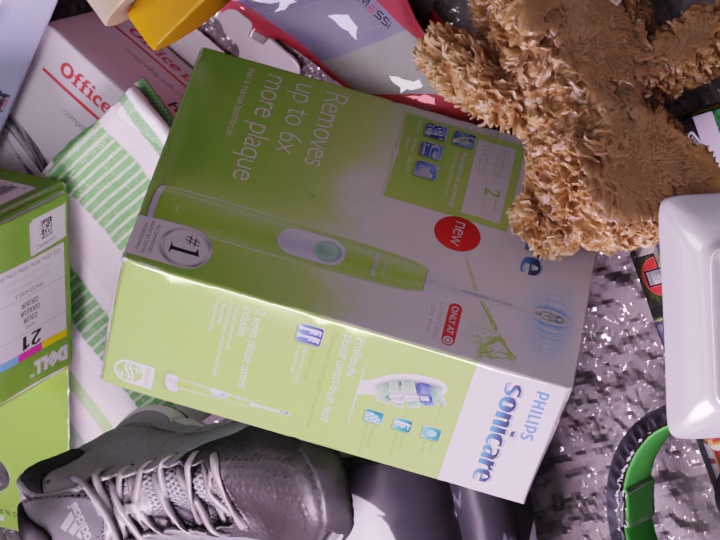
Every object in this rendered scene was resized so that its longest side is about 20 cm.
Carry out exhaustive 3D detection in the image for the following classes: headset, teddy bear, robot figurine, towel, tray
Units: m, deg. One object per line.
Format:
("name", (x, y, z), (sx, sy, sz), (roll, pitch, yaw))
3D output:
("headset", (0.201, 0.119, 1.105), (0.200, 0.094, 0.124), (14, 114, 45))
("teddy bear", (0.095, -0.101, 1.102), (0.200, 0.145, 0.067), (58, 165, 10))
("robot figurine", (0.020, 0.116, 1.203), (0.150, 0.125, 0.201), (-5, 101, 21))
("towel", (-0.127, 0.018, 1.255), (0.200, 0.023, 0.153), (-41, 85, 33))
("tray", (0.227, 0.017, 1.042), (0.199, 0.022, 0.108), (-3, 103, 4))

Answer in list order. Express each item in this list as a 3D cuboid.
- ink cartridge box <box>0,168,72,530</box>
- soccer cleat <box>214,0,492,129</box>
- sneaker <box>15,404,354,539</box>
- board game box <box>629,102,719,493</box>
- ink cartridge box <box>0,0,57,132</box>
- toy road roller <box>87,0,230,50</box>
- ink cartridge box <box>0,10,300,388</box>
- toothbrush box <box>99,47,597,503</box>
("ink cartridge box", (-0.224, 0.047, 1.264), (0.147, 0.076, 0.201), (11, 113, 26))
("soccer cleat", (-0.011, -0.129, 1.196), (0.200, 0.067, 0.077), (41, 107, 17))
("sneaker", (-0.095, 0.113, 1.154), (0.200, 0.115, 0.075), (-3, 104, 56))
("board game box", (0.184, 0.022, 1.130), (0.105, 0.023, 0.201), (-19, 93, 34))
("ink cartridge box", (-0.190, -0.147, 1.283), (0.200, 0.042, 0.120), (-59, 31, 29))
("toy road roller", (-0.052, -0.209, 1.142), (0.200, 0.146, 0.123), (-37, 88, 38))
("ink cartridge box", (-0.126, -0.054, 1.287), (0.116, 0.067, 0.200), (40, 122, 18))
("toothbrush box", (0.000, 0.000, 1.117), (0.199, 0.146, 0.086), (17, 136, 0))
